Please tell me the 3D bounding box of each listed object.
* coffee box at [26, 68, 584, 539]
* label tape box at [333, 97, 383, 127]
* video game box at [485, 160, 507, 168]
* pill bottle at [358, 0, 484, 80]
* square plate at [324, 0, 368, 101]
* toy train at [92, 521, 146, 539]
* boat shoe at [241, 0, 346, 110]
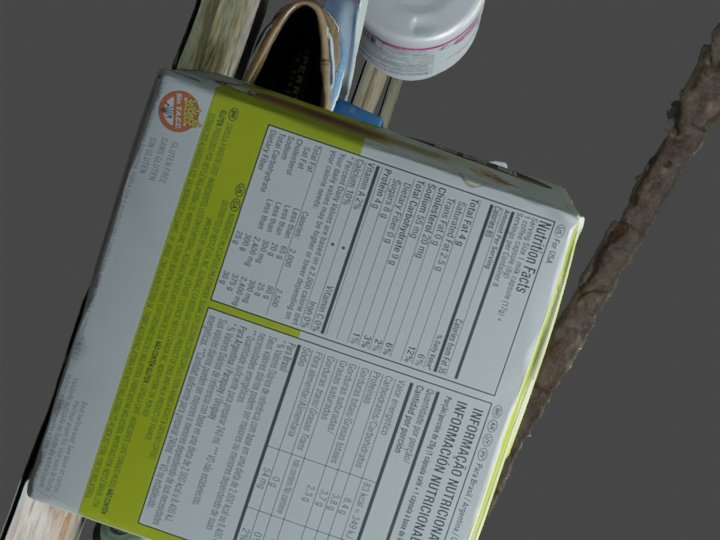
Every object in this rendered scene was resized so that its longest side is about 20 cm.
[{"bbox_3d":[-0.019,0.029,1.051,0.200,0.198,0.200,-58,166,-83],"label":"coffee box"},{"bbox_3d":[-0.023,-0.047,1.435,0.144,0.063,0.200,-69,160,-68],"label":"label tape box"},{"bbox_3d":[0.000,0.000,1.620,0.200,0.182,0.047,106,-18,-45],"label":"video game box"},{"bbox_3d":[0.044,-0.219,1.818,0.200,0.113,0.113,93,16,-85],"label":"pill bottle"},{"bbox_3d":[-0.001,-0.220,1.518,0.200,0.028,0.198,103,-2,-68],"label":"square plate"},{"bbox_3d":[-0.061,0.121,1.241,0.085,0.200,0.114,48,46,-35],"label":"toy train"},{"bbox_3d":[-0.055,-0.062,1.266,0.072,0.072,0.200,83,15,-75],"label":"boat shoe"}]
